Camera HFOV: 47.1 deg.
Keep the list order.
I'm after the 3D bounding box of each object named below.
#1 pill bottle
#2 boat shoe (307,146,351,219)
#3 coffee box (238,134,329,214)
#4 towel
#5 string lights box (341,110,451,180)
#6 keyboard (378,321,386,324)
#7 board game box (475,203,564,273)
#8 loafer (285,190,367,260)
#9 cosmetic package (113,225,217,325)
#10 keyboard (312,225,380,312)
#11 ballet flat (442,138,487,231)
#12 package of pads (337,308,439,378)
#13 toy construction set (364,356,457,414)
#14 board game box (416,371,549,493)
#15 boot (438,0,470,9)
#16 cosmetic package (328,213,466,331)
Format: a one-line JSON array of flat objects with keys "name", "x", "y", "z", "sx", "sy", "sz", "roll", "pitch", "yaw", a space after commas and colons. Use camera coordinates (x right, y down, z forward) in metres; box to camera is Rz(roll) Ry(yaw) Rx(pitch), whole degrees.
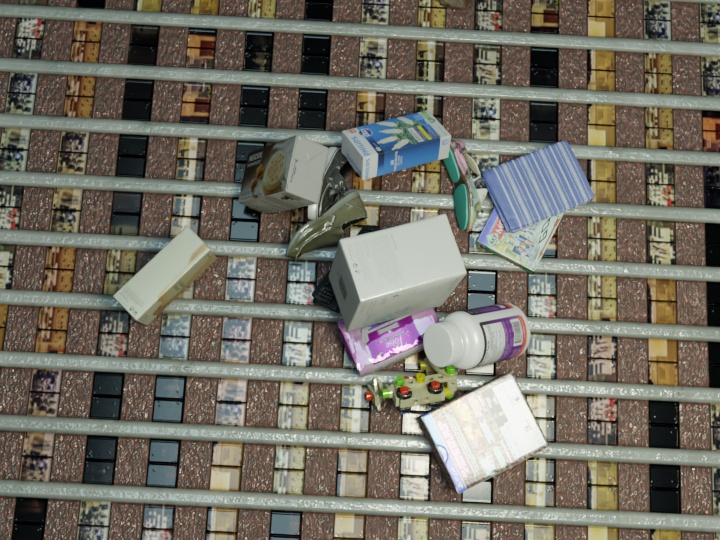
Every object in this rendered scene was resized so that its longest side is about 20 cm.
[{"name": "pill bottle", "x": 0.221, "y": 0.129, "z": 1.587, "sx": 0.199, "sy": 0.111, "sz": 0.112, "roll": -7, "pitch": 78, "yaw": -37}, {"name": "boat shoe", "x": -0.054, "y": -0.175, "z": 1.672, "sx": 0.066, "sy": 0.070, "sz": 0.200, "roll": 11, "pitch": 44, "yaw": 9}, {"name": "coffee box", "x": -0.155, "y": -0.186, "z": 1.633, "sx": 0.080, "sy": 0.200, "sz": 0.115, "roll": 18, "pitch": 78, "yaw": -33}, {"name": "towel", "x": 0.367, "y": -0.173, "z": 1.708, "sx": 0.199, "sy": 0.024, "sz": 0.145, "roll": -22, "pitch": 78, "yaw": -7}, {"name": "string lights box", "x": 0.072, "y": -0.256, "z": 1.680, "sx": 0.199, "sy": 0.059, "sz": 0.103, "roll": -17, "pitch": 48, "yaw": -20}, {"name": "keyboard", "x": 0.054, "y": 0.010, "z": 1.651, "sx": 0.127, "sy": 0.021, "sz": 0.200, "roll": -23, "pitch": 54, "yaw": 1}, {"name": "board game box", "x": 0.344, "y": -0.112, "z": 1.719, "sx": 0.134, "sy": 0.029, "sz": 0.200, "roll": 28, "pitch": 80, "yaw": 3}, {"name": "loafer", "x": -0.066, "y": -0.081, "z": 1.681, "sx": 0.200, "sy": 0.075, "sz": 0.070, "roll": -39, "pitch": 85, "yaw": -9}, {"name": "cosmetic package", "x": -0.386, "y": 0.012, "z": 1.645, "sx": 0.071, "sy": 0.105, "sz": 0.200, "roll": 45, "pitch": 83, "yaw": 5}, {"name": "keyboard", "x": 0.000, "y": 0.000, "z": 1.641, "sx": 0.127, "sy": 0.021, "sz": 0.200, "roll": 24, "pitch": 68, "yaw": 32}, {"name": "ballet flat", "x": 0.222, "y": -0.182, "z": 1.716, "sx": 0.071, "sy": 0.069, "sz": 0.201, "roll": -10, "pitch": 79, "yaw": -22}, {"name": "package of pads", "x": 0.064, "y": 0.121, "z": 1.646, "sx": 0.199, "sy": 0.076, "sz": 0.121, "roll": -23, "pitch": 76, "yaw": -6}, {"name": "toy construction set", "x": 0.105, "y": 0.219, "z": 1.609, "sx": 0.199, "sy": 0.131, "sz": 0.092, "roll": -20, "pitch": 125, "yaw": -4}, {"name": "board game box", "x": 0.235, "y": 0.313, "z": 1.603, "sx": 0.199, "sy": 0.097, "sz": 0.160, "roll": -25, "pitch": 81, "yaw": -5}, {"name": "boot", "x": 0.207, "y": -0.689, "z": 1.810, "sx": 0.186, "sy": 0.064, "sz": 0.200, "roll": 39, "pitch": 86, "yaw": 8}, {"name": "cosmetic package", "x": 0.062, "y": 0.008, "z": 1.497, "sx": 0.199, "sy": 0.199, "sz": 0.123, "roll": -16, "pitch": 74, "yaw": -12}]
